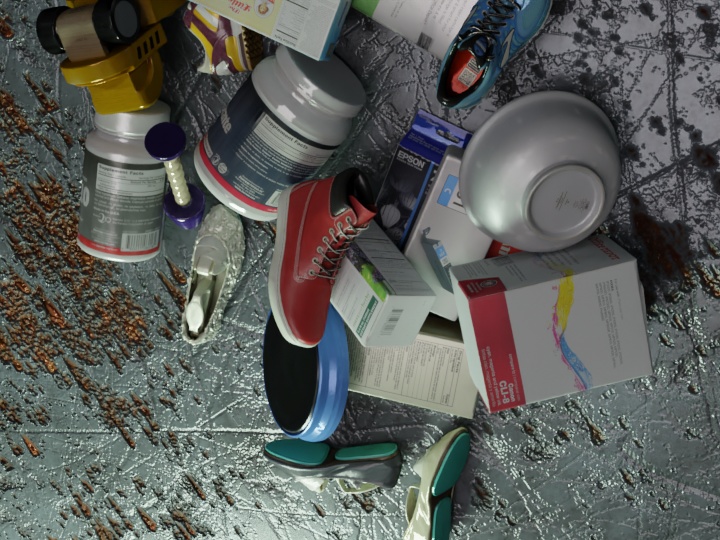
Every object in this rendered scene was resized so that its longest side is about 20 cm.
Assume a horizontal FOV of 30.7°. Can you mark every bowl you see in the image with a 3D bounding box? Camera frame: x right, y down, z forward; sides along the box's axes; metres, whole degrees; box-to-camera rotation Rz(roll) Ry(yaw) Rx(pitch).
[{"bbox_3d":[0.218,-0.096,1.498,0.200,0.091,0.202,-7,122,-11],"label":"bowl"},{"bbox_3d":[-0.075,0.119,1.678,0.200,0.039,0.202,2,93,63],"label":"bowl"}]

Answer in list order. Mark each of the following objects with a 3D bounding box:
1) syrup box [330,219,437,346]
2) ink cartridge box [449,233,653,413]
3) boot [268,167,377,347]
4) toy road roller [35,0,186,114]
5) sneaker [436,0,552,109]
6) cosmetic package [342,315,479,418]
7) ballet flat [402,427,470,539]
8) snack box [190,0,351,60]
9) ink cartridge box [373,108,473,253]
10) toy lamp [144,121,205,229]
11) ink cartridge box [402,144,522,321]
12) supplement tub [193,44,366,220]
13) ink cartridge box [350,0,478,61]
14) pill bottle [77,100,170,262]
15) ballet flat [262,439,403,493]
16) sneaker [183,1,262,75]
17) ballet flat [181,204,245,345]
[{"bbox_3d":[0.000,0.000,1.595,0.200,0.081,0.079,51,126,39],"label":"syrup box"},{"bbox_3d":[0.222,0.057,1.534,0.199,0.145,0.145,-13,105,-1],"label":"ink cartridge box"},{"bbox_3d":[-0.037,-0.015,1.525,0.144,0.072,0.201,-12,74,48],"label":"boot"},{"bbox_3d":[-0.294,-0.284,1.628,0.122,0.200,0.147,-3,121,28],"label":"toy road roller"},{"bbox_3d":[0.145,-0.255,1.433,0.078,0.090,0.201,31,114,6],"label":"sneaker"},{"bbox_3d":[0.061,0.110,1.673,0.199,0.071,0.106,14,109,7],"label":"cosmetic package"},{"bbox_3d":[0.094,0.287,1.742,0.069,0.069,0.201,17,113,15],"label":"ballet flat"},{"bbox_3d":[-0.106,-0.337,1.533,0.199,0.037,0.117,27,108,17],"label":"snack box"},{"bbox_3d":[0.075,-0.090,1.636,0.099,0.039,0.201,25,114,12],"label":"ink cartridge box"},{"bbox_3d":[-0.232,-0.112,1.663,0.058,0.200,0.059,-1,66,2],"label":"toy lamp"},{"bbox_3d":[0.150,-0.030,1.598,0.175,0.045,0.201,21,115,-3],"label":"ink cartridge box"},{"bbox_3d":[-0.100,-0.173,1.616,0.140,0.140,0.200,43,116,3],"label":"supplement tub"},{"bbox_3d":[0.101,-0.332,1.519,0.199,0.084,0.147,32,116,6],"label":"ink cartridge box"},{"bbox_3d":[-0.308,-0.123,1.725,0.113,0.114,0.201,15,112,15],"label":"pill bottle"},{"bbox_3d":[-0.038,0.270,1.780,0.199,0.073,0.073,-1,107,18],"label":"ballet flat"},{"bbox_3d":[-0.184,-0.342,1.629,0.090,0.075,0.201,-4,105,16],"label":"sneaker"},{"bbox_3d":[-0.201,0.013,1.758,0.071,0.072,0.201,19,112,14],"label":"ballet flat"}]
